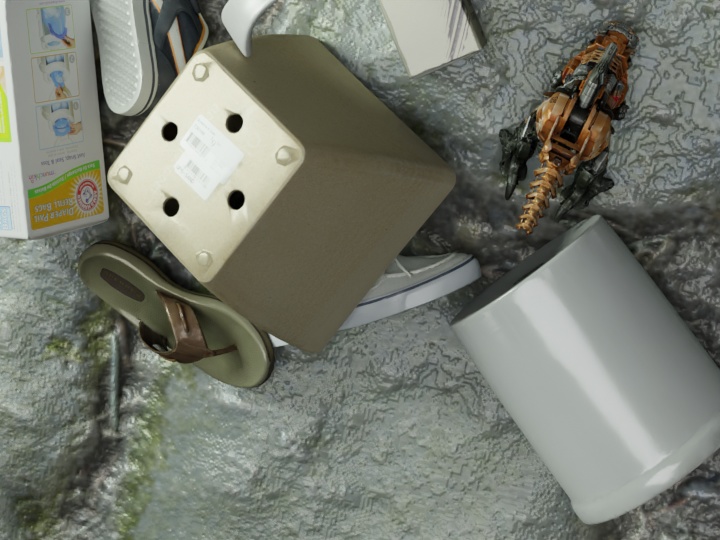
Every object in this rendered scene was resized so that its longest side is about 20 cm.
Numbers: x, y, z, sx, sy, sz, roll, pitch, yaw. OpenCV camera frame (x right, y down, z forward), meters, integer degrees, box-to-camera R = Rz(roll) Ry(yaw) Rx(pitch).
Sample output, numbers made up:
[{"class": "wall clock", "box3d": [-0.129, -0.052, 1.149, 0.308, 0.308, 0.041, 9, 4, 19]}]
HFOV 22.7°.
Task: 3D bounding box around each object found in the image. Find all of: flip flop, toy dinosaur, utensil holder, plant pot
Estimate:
[{"class": "flip flop", "box3d": [-0.167, 0.045, 1.572, 0.200, 0.058, 0.081, 33, 128, 3]}, {"class": "toy dinosaur", "box3d": [0.165, -0.115, 1.456, 0.200, 0.136, 0.102, -38, 75, -27]}, {"class": "utensil holder", "box3d": [0.194, 0.079, 1.483, 0.170, 0.170, 0.200, -36, 91, 14]}, {"class": "plant pot", "box3d": [-0.083, -0.072, 1.452, 0.200, 0.177, 0.200, 45, 106, 24]}]

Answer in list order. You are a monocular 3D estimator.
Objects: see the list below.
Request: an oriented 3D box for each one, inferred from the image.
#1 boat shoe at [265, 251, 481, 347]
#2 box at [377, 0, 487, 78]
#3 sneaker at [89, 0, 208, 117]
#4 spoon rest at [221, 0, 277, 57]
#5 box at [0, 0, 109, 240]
[{"class": "boat shoe", "box3d": [0.001, -0.001, 1.548, 0.201, 0.075, 0.086, -16, 95, 21]}, {"class": "box", "box3d": [0.037, -0.264, 1.479, 0.068, 0.082, 0.201, -21, 99, 11]}, {"class": "sneaker", "box3d": [-0.181, -0.224, 1.527, 0.078, 0.079, 0.201, -17, 74, 45]}, {"class": "spoon rest", "box3d": [-0.016, -0.239, 1.395, 0.200, 0.061, 0.100, -32, 74, -7]}, {"class": "box", "box3d": [-0.294, -0.133, 1.527, 0.112, 0.101, 0.201, 3, 103, 35]}]
